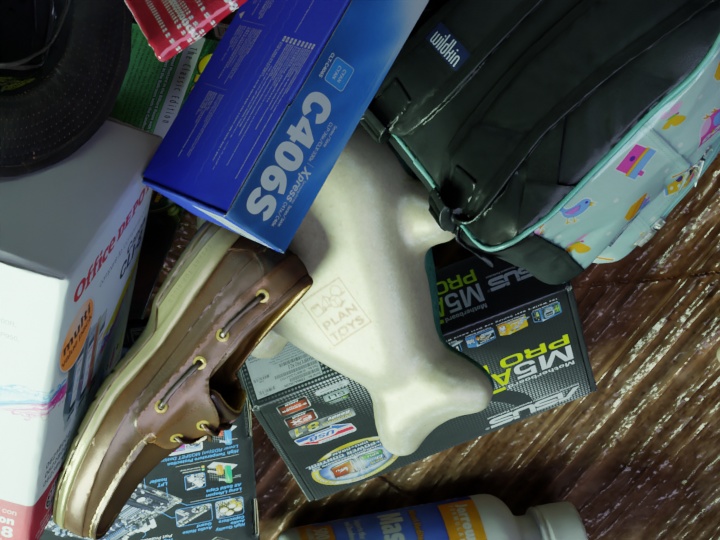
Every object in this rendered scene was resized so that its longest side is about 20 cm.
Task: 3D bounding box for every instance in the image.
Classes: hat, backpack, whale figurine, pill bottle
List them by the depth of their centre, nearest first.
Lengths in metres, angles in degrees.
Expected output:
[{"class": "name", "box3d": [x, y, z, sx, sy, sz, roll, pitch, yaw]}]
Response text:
[{"class": "hat", "box3d": [-0.198, -0.148, 1.044, 0.200, 0.081, 0.202, -13, 107, -49]}, {"class": "backpack", "box3d": [0.118, -0.111, 1.109, 0.200, 0.176, 0.153, -48, 146, 19]}, {"class": "whale figurine", "box3d": [0.000, 0.000, 1.180, 0.159, 0.104, 0.200, -35, 91, 27]}, {"class": "pill bottle", "box3d": [0.050, 0.210, 1.402, 0.199, 0.112, 0.112, -10, 131, -8]}]

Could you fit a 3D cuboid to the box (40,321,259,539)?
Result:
[{"class": "box", "box3d": [-0.164, 0.126, 1.313, 0.199, 0.050, 0.199, -10, 132, -9]}]

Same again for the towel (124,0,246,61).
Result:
[{"class": "towel", "box3d": [-0.026, -0.178, 1.013, 0.200, 0.145, 0.023, -35, 117, 1]}]

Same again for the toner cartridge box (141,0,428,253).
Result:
[{"class": "toner cartridge box", "box3d": [-0.026, -0.113, 1.062, 0.043, 0.095, 0.201, 33, 85, -35]}]

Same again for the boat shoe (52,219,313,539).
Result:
[{"class": "boat shoe", "box3d": [-0.096, 0.065, 1.126, 0.067, 0.072, 0.201, 33, 100, 6]}]

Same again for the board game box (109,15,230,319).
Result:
[{"class": "board game box", "box3d": [-0.142, -0.059, 1.181, 0.104, 0.024, 0.201, 11, 126, -20]}]

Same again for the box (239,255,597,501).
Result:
[{"class": "box", "box3d": [0.038, 0.061, 1.283, 0.199, 0.044, 0.160, -21, 151, 1]}]

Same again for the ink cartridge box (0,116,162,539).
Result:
[{"class": "ink cartridge box", "box3d": [-0.205, 0.019, 1.117, 0.144, 0.146, 0.201, 18, 127, 5]}]

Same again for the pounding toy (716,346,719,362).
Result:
[{"class": "pounding toy", "box3d": [0.302, -0.011, 1.250, 0.142, 0.200, 0.184, -44, 132, -14]}]
